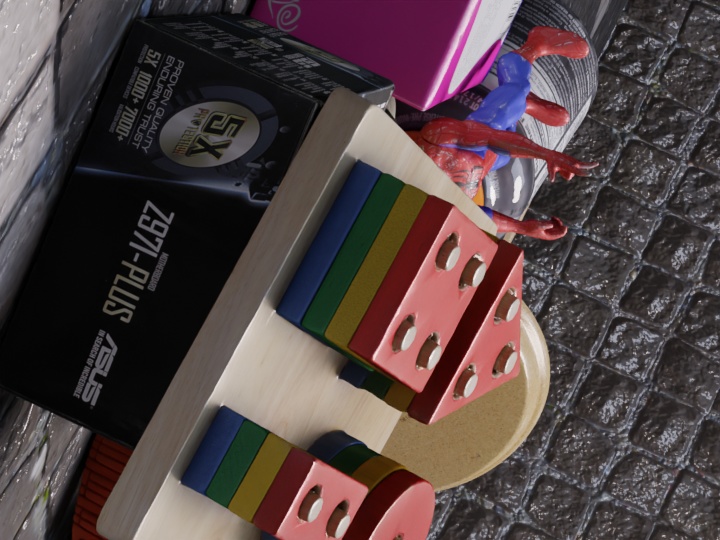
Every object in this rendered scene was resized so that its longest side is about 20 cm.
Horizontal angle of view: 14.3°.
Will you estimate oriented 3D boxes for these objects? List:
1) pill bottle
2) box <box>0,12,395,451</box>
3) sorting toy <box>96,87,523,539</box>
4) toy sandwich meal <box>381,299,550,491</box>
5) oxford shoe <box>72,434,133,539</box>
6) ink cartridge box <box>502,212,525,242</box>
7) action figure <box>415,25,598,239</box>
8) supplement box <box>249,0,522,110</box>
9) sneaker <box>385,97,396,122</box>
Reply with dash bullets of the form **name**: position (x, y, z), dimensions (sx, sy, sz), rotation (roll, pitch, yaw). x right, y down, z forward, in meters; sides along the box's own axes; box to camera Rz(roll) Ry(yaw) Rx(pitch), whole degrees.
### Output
- **pill bottle**: position (0.058, -0.078, 1.610), dimensions (0.200, 0.106, 0.107), rotation (-53, 167, -55)
- **box**: position (-0.067, -0.020, 1.247), dimensions (0.200, 0.086, 0.165), rotation (-29, 143, -79)
- **sorting toy**: position (0.000, 0.052, 1.207), dimensions (0.201, 0.069, 0.199), rotation (-62, 158, -4)
- **toy sandwich meal**: position (0.012, 0.048, 1.697), dimensions (0.070, 0.204, 0.206), rotation (-87, -166, -54)
- **oxford shoe**: position (-0.083, 0.074, 1.498), dimensions (0.201, 0.071, 0.073), rotation (-60, 168, -4)
- **ink cartridge box**: position (0.031, -0.006, 1.940), dimensions (0.166, 0.075, 0.200), rotation (-62, -167, -16)
- **action figure**: position (0.087, -0.059, 1.449), dimensions (0.200, 0.098, 0.066), rotation (-40, 148, -56)
- **supplement box**: position (0.025, -0.152, 1.447), dimensions (0.102, 0.103, 0.200), rotation (-65, 175, 10)
- **sneaker**: position (0.000, 0.000, 1.486), dimensions (0.090, 0.067, 0.201), rotation (-98, -178, -50)
